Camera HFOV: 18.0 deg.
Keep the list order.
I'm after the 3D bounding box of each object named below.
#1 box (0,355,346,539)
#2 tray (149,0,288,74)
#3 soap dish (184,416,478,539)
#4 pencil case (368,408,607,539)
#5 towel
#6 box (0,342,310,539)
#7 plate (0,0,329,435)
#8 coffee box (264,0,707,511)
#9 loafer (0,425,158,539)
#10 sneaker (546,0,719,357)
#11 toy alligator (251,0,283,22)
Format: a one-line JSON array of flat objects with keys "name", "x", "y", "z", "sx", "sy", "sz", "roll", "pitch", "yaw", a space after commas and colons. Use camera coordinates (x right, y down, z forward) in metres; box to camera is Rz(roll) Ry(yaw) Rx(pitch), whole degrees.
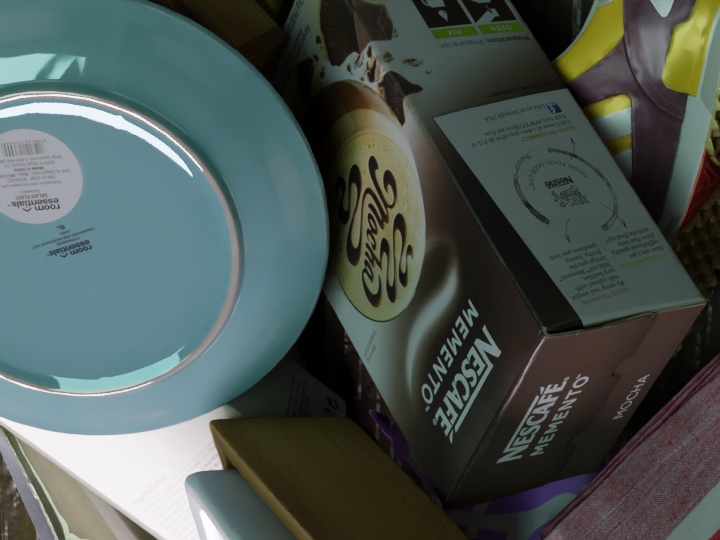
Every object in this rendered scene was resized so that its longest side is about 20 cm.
[{"name": "box", "x": -0.105, "y": 0.040, "z": 0.967, "sx": 0.200, "sy": 0.069, "sz": 0.082, "roll": 40, "pitch": 118, "yaw": -17}, {"name": "tray", "x": -0.118, "y": -0.066, "z": 0.978, "sx": 0.099, "sy": 0.037, "sz": 0.200, "roll": 46, "pitch": 132, "yaw": 8}, {"name": "soap dish", "x": 0.009, "y": 0.165, "z": 0.908, "sx": 0.157, "sy": 0.081, "sz": 0.201, "roll": 39, "pitch": 149, "yaw": 60}, {"name": "pencil case", "x": 0.082, "y": 0.131, "z": 0.951, "sx": 0.085, "sy": 0.084, "sz": 0.201, "roll": -28, "pitch": 69, "yaw": 11}, {"name": "towel", "x": 0.186, "y": 0.132, "z": 0.911, "sx": 0.200, "sy": 0.144, "sz": 0.023, "roll": 45, "pitch": 158, "yaw": 7}, {"name": "box", "x": -0.109, "y": 0.045, "z": 1.081, "sx": 0.158, "sy": 0.048, "sz": 0.201, "roll": -22, "pitch": 95, "yaw": 32}, {"name": "plate", "x": -0.112, "y": -0.014, "z": 0.881, "sx": 0.198, "sy": 0.026, "sz": 0.202, "roll": 2, "pitch": 121, "yaw": 4}, {"name": "coffee box", "x": 0.038, "y": -0.022, "z": 0.906, "sx": 0.201, "sy": 0.079, "sz": 0.113, "roll": 60, "pitch": 143, "yaw": 30}, {"name": "loafer", "x": -0.113, "y": 0.117, "z": 1.033, "sx": 0.068, "sy": 0.076, "sz": 0.201, "roll": -36, "pitch": 89, "yaw": 25}, {"name": "sneaker", "x": 0.107, "y": -0.043, "z": 0.934, "sx": 0.090, "sy": 0.075, "sz": 0.201, "roll": 28, "pitch": 111, "yaw": 27}, {"name": "toy alligator", "x": -0.054, "y": -0.132, "z": 0.960, "sx": 0.054, "sy": 0.060, "sz": 0.200, "roll": 26, "pitch": 143, "yaw": -11}]
